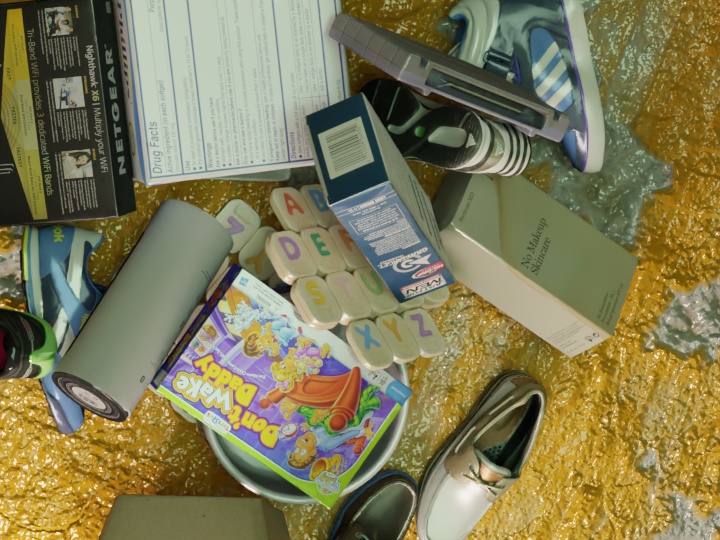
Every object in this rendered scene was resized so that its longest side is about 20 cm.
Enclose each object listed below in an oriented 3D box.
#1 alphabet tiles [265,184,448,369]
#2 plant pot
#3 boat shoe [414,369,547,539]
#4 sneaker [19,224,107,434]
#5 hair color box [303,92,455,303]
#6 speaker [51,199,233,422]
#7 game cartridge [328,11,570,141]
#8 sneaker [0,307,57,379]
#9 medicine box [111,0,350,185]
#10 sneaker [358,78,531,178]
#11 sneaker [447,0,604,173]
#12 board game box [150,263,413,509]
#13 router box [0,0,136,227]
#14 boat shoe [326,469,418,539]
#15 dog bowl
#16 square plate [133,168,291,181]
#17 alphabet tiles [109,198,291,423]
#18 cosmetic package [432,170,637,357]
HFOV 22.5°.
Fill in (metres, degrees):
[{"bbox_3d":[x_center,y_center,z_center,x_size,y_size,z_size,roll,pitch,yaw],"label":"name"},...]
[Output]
[{"bbox_3d":[0.000,0.000,1.691,0.200,0.015,0.196,-9,64,-49],"label":"alphabet tiles"},{"bbox_3d":[-0.150,0.301,1.664,0.199,0.200,0.177,0,76,8],"label":"plant pot"},{"bbox_3d":[0.118,0.191,1.793,0.075,0.068,0.200,28,89,-15],"label":"boat shoe"},{"bbox_3d":[-0.268,0.053,1.683,0.082,0.074,0.200,-7,99,-15],"label":"sneaker"},{"bbox_3d":[0.019,-0.060,1.613,0.060,0.200,0.100,-22,58,10],"label":"hair color box"},{"bbox_3d":[-0.195,0.035,1.648,0.081,0.081,0.200,36,67,-15],"label":"speaker"},{"bbox_3d":[0.079,-0.172,1.620,0.200,0.130,0.038,17,100,-38],"label":"game cartridge"},{"bbox_3d":[-0.372,0.057,1.625,0.200,0.084,0.077,4,94,19],"label":"sneaker"},{"bbox_3d":[-0.117,-0.181,1.650,0.200,0.103,0.183,-7,98,-13],"label":"medicine box"},{"bbox_3d":[0.082,-0.122,1.708,0.115,0.200,0.076,16,96,-40],"label":"sneaker"},{"bbox_3d":[0.152,-0.181,1.765,0.146,0.081,0.200,-12,104,-2],"label":"sneaker"},{"bbox_3d":[-0.072,0.106,1.654,0.200,0.045,0.135,36,86,-16],"label":"board game box"},{"bbox_3d":[-0.294,-0.142,1.632,0.157,0.052,0.200,-3,98,14],"label":"router box"},{"bbox_3d":[-0.003,0.287,1.771,0.072,0.072,0.200,35,87,-15],"label":"boat shoe"},{"bbox_3d":[-0.058,0.116,1.723,0.200,0.079,0.201,-2,97,-15],"label":"dog bowl"},{"bbox_3d":[-0.163,-0.184,1.706,0.200,0.028,0.199,-1,96,-14],"label":"square plate"},{"bbox_3d":[-0.139,0.039,1.742,0.200,0.015,0.196,42,85,-15],"label":"alphabet tiles"},{"bbox_3d":[0.163,-0.016,1.762,0.200,0.073,0.104,34,56,-16],"label":"cosmetic package"}]
